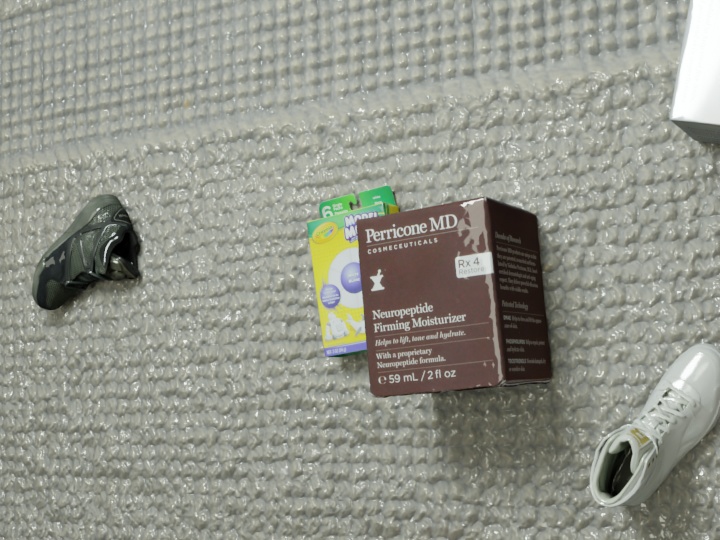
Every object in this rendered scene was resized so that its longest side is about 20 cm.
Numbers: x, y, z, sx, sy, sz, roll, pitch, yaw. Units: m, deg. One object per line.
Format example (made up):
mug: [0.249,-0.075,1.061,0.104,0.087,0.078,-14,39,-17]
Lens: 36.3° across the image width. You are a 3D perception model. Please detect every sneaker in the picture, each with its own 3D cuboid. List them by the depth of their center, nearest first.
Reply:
sneaker: [0.314,0.166,1.153,0.073,0.115,0.201,34,101,28]
sneaker: [-0.390,-0.001,1.571,0.200,0.076,0.114,-47,61,12]

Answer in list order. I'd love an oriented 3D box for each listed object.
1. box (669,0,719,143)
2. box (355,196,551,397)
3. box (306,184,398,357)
box: [0.436,-0.225,1.101,0.198,0.130,0.201,12,92,29]
box: [0.108,0.036,1.245,0.164,0.164,0.203,-9,82,28]
box: [0.000,0.000,1.375,0.116,0.048,0.202,-13,79,27]
